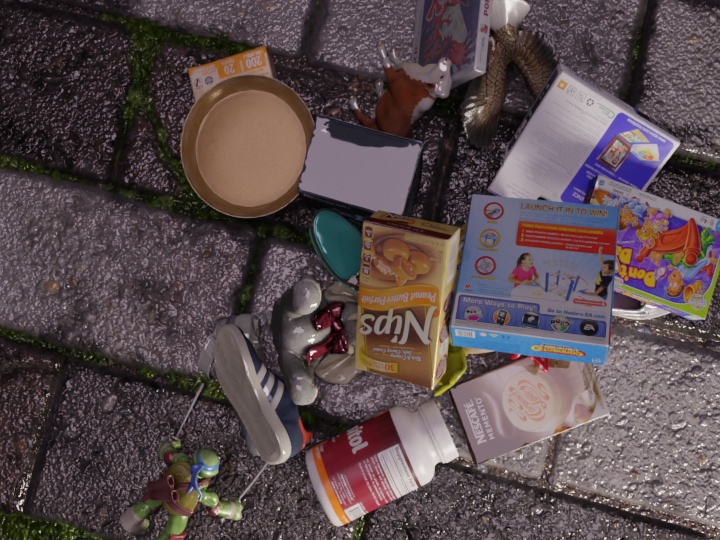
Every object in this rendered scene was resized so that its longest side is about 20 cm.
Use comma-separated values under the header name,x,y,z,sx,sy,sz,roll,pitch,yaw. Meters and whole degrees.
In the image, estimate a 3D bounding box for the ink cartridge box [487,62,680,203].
name,x,y,z,sx,sy,sz,roll,pitch,yaw
ink cartridge box,0.310,-0.154,1.262,0.195,0.044,0.202,28,119,-6

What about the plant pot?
name,x,y,z,sx,sy,sz,roll,pitch,yaw
plant pot,-0.157,-0.175,1.266,0.195,0.027,0.206,0,86,3

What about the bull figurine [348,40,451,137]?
name,x,y,z,sx,sy,sz,roll,pitch,yaw
bull figurine,0.055,-0.247,1.265,0.064,0.201,0.123,-16,67,-35

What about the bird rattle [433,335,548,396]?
name,x,y,z,sx,sy,sz,roll,pitch,yaw
bird rattle,0.171,0.081,1.224,0.196,0.163,0.115,-18,103,1

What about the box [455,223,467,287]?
name,x,y,z,sx,sy,sz,roll,pitch,yaw
box,0.143,-0.019,1.275,0.196,0.064,0.071,-23,112,1

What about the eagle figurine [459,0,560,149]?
name,x,y,z,sx,sy,sz,roll,pitch,yaw
eagle figurine,0.216,-0.292,1.276,0.148,0.151,0.205,-8,87,-34

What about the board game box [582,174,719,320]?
name,x,y,z,sx,sy,sz,roll,pitch,yaw
board game box,0.391,-0.030,1.222,0.196,0.045,0.137,19,85,1

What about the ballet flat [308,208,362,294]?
name,x,y,z,sx,sy,sz,roll,pitch,yaw
ballet flat,0.000,0.000,1.221,0.067,0.070,0.200,-45,94,-6

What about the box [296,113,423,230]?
name,x,y,z,sx,sy,sz,roll,pitch,yaw
box,0.005,-0.122,1.238,0.145,0.200,0.110,16,84,5

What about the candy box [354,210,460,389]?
name,x,y,z,sx,sy,sz,roll,pitch,yaw
candy box,0.057,0.037,1.128,0.113,0.055,0.205,13,113,22

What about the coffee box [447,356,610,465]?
name,x,y,z,sx,sy,sz,roll,pitch,yaw
coffee box,0.231,0.183,1.251,0.196,0.080,0.117,-22,83,1

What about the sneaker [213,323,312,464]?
name,x,y,z,sx,sy,sz,roll,pitch,yaw
sneaker,-0.131,0.163,1.229,0.075,0.084,0.203,-36,75,41

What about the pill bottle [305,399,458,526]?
name,x,y,z,sx,sy,sz,roll,pitch,yaw
pill bottle,0.031,0.261,1.239,0.197,0.113,0.115,-26,83,0

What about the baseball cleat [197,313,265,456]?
name,x,y,z,sx,sy,sz,roll,pitch,yaw
baseball cleat,-0.180,0.168,1.292,0.104,0.070,0.205,-8,75,10

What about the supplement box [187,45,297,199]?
name,x,y,z,sx,sy,sz,roll,pitch,yaw
supplement box,-0.169,-0.211,1.321,0.123,0.074,0.205,-15,83,2

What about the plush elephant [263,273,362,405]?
name,x,y,z,sx,sy,sz,roll,pitch,yaw
plush elephant,-0.042,0.086,1.250,0.151,0.199,0.169,-1,95,-19

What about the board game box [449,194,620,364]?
name,x,y,z,sx,sy,sz,roll,pitch,yaw
board game box,0.225,0.007,1.143,0.195,0.056,0.200,7,61,14

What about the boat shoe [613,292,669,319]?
name,x,y,z,sx,sy,sz,roll,pitch,yaw
boat shoe,0.375,0.030,1.266,0.196,0.065,0.077,0,84,3

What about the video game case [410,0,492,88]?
name,x,y,z,sx,sy,sz,roll,pitch,yaw
video game case,0.126,-0.346,1.262,0.022,0.199,0.187,9,84,-24

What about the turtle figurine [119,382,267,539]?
name,x,y,z,sx,sy,sz,roll,pitch,yaw
turtle figurine,-0.238,0.312,1.270,0.143,0.201,0.194,37,108,-15
